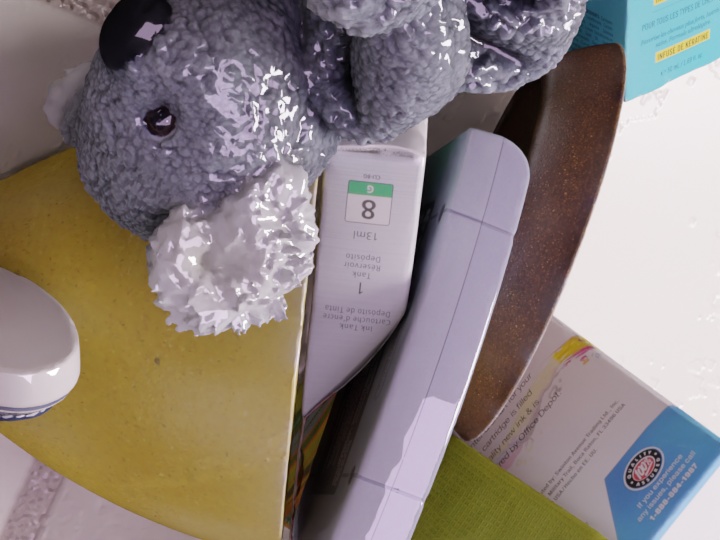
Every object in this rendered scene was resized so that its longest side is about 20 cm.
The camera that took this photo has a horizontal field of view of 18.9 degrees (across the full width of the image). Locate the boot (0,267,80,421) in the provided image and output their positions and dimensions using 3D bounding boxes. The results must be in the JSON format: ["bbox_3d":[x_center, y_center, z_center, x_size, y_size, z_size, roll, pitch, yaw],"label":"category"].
[{"bbox_3d":[-0.187,0.041,0.885,0.072,0.199,0.091,-19,122,-43],"label":"boot"}]

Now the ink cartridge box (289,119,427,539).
[{"bbox_3d":[0.000,0.000,0.987,0.050,0.161,0.202,4,118,0],"label":"ink cartridge box"}]

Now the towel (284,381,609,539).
[{"bbox_3d":[0.025,0.116,1.040,0.086,0.199,0.018,-57,140,-2],"label":"towel"}]

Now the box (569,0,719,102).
[{"bbox_3d":[0.142,-0.190,1.043,0.082,0.049,0.201,-26,130,-29],"label":"box"}]

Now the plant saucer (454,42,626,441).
[{"bbox_3d":[0.071,-0.019,1.028,0.034,0.200,0.202,22,101,-6],"label":"plant saucer"}]

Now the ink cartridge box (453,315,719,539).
[{"bbox_3d":[0.115,0.132,1.102,0.147,0.200,0.146,-50,129,-1],"label":"ink cartridge box"}]

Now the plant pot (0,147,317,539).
[{"bbox_3d":[-0.094,0.019,0.948,0.141,0.200,0.202,6,112,-2],"label":"plant pot"}]

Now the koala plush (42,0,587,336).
[{"bbox_3d":[-0.031,-0.085,0.823,0.200,0.178,0.183,-48,143,11],"label":"koala plush"}]

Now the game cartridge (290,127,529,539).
[{"bbox_3d":[0.021,0.041,0.958,0.040,0.133,0.202,20,82,-5],"label":"game cartridge"}]
